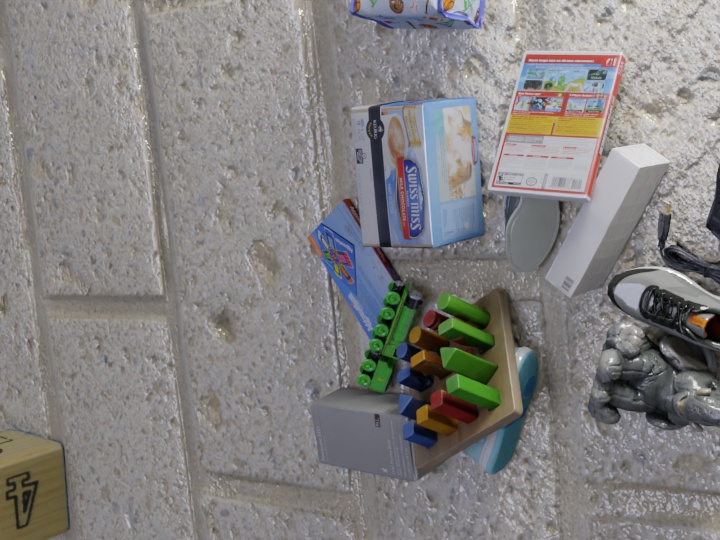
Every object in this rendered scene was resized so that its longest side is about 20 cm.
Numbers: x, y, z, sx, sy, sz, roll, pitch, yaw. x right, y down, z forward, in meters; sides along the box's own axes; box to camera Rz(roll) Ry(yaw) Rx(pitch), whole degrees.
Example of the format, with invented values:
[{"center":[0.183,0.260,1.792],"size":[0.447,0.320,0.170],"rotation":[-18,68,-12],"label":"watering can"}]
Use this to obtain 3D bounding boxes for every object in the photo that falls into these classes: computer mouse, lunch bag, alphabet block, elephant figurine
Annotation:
[{"center":[0.436,-0.078,1.514],"size":[0.140,0.046,0.201],"rotation":[21,124,32],"label":"computer mouse"},{"center":[0.085,-0.438,1.695],"size":[0.169,0.124,0.201],"rotation":[11,92,39],"label":"lunch bag"},{"center":[-0.734,0.452,2.531],"size":[0.195,0.199,0.198],"rotation":[5,102,40],"label":"alphabet block"},{"center":[0.392,0.149,1.550],"size":[0.199,0.156,0.142],"rotation":[14,147,12],"label":"elephant figurine"}]

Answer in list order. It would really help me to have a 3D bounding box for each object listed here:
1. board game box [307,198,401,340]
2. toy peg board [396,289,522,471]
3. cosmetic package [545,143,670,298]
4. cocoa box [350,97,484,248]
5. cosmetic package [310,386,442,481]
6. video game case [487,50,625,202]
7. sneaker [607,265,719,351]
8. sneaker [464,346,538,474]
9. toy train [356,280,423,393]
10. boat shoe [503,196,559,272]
[{"center":[0.000,0.000,1.922],"size":[0.103,0.019,0.201],"rotation":[-43,71,36],"label":"board game box"},{"center":[0.112,0.141,1.736],"size":[0.199,0.097,0.201],"rotation":[-37,42,37],"label":"toy peg board"},{"center":[0.315,-0.064,1.595],"size":[0.051,0.082,0.201],"rotation":[41,122,30],"label":"cosmetic package"},{"center":[0.082,-0.138,1.745],"size":[0.131,0.133,0.201],"rotation":[2,101,39],"label":"cocoa box"},{"center":[0.025,0.248,1.905],"size":[0.199,0.090,0.108],"rotation":[0,105,39],"label":"cosmetic package"},{"center":[0.251,-0.188,1.599],"size":[0.142,0.017,0.201],"rotation":[8,76,36],"label":"video game case"},{"center":[0.397,0.048,1.528],"size":[0.199,0.079,0.074],"rotation":[21,105,25],"label":"sneaker"},{"center":[0.171,0.179,1.773],"size":[0.130,0.079,0.201],"rotation":[29,116,32],"label":"sneaker"},{"center":[0.044,0.102,1.875],"size":[0.056,0.042,0.201],"rotation":[18,123,-1],"label":"toy train"},{"center":[0.229,-0.098,1.689],"size":[0.062,0.072,0.201],"rotation":[-112,22,-67],"label":"boat shoe"}]
